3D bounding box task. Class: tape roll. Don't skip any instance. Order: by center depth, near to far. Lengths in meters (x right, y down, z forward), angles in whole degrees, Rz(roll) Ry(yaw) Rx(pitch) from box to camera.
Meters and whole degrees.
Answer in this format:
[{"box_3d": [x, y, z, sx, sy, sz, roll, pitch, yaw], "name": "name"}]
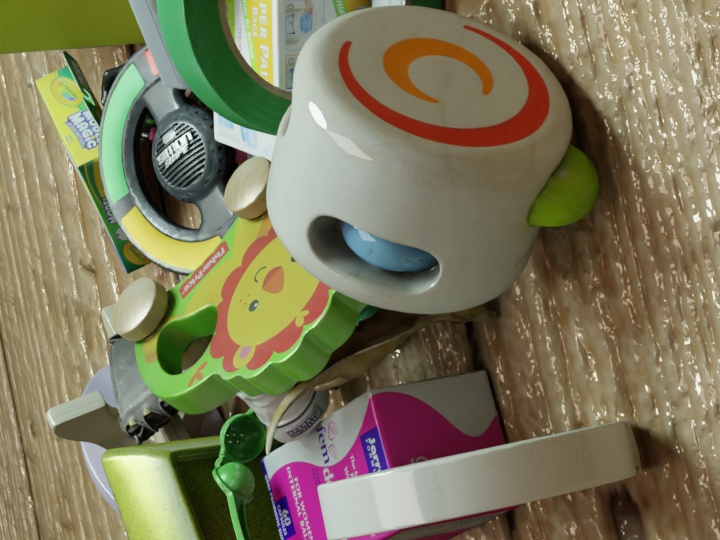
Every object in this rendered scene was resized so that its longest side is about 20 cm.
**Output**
[{"box_3d": [0.073, 0.131, 1.256, 0.203, 0.202, 0.037, -23, 78, 60], "name": "tape roll"}, {"box_3d": [-0.040, -0.191, 1.372, 0.048, 0.199, 0.202, 19, 114, 59], "name": "tape roll"}]

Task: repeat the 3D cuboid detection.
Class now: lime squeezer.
[{"box_3d": [-0.079, 0.142, 1.503, 0.070, 0.038, 0.201, -13, 45, 30], "name": "lime squeezer"}]

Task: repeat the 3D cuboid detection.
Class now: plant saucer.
[{"box_3d": [-0.077, 0.204, 1.556, 0.048, 0.199, 0.201, -50, 54, 43], "name": "plant saucer"}]

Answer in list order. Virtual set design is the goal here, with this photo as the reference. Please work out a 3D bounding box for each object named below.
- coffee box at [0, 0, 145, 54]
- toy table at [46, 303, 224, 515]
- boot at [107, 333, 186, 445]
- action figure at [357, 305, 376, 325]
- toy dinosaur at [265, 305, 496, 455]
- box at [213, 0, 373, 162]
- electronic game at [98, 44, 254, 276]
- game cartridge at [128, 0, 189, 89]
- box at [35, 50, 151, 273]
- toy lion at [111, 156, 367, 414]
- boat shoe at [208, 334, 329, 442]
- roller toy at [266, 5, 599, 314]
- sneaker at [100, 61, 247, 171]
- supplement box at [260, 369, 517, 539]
[{"box_3d": [-0.312, -0.322, 1.830, 0.198, 0.199, 0.201, 38, 129, 50], "name": "coffee box"}, {"box_3d": [-0.183, 0.128, 1.763, 0.200, 0.183, 0.117, 44, 152, 31], "name": "toy table"}, {"box_3d": [-0.123, 0.088, 1.645, 0.174, 0.069, 0.201, -38, 45, 13], "name": "boot"}, {"box_3d": [0.000, 0.000, 1.503, 0.200, 0.054, 0.119, 157, 105, -64], "name": "action figure"}, {"box_3d": [-0.006, 0.054, 1.378, 0.058, 0.199, 0.101, 65, 158, -8], "name": "toy dinosaur"}, {"box_3d": [-0.042, -0.189, 1.479, 0.112, 0.101, 0.201, 23, 117, 57], "name": "box"}, {"box_3d": [-0.138, -0.095, 1.647, 0.199, 0.042, 0.201, 5, 99, 35], "name": "electronic game"}, {"box_3d": [-0.117, -0.242, 1.524, 0.133, 0.041, 0.201, 76, -153, -52], "name": "game cartridge"}, {"box_3d": [-0.238, -0.099, 1.829, 0.200, 0.048, 0.118, 77, 166, -55], "name": "box"}, {"box_3d": [-0.074, 0.024, 1.399, 0.200, 0.069, 0.192, -45, 34, 12], "name": "toy lion"}, {"box_3d": [-0.084, 0.057, 1.504, 0.066, 0.072, 0.200, 47, -173, -30], "name": "boat shoe"}, {"box_3d": [0.034, -0.069, 1.290, 0.200, 0.181, 0.140, 55, 143, 38], "name": "roller toy"}, {"box_3d": [-0.163, -0.132, 1.728, 0.200, 0.087, 0.074, 41, 131, 50], "name": "sneaker"}, {"box_3d": [0.018, 0.153, 1.464, 0.200, 0.103, 0.102, -38, 64, 56], "name": "supplement box"}]
